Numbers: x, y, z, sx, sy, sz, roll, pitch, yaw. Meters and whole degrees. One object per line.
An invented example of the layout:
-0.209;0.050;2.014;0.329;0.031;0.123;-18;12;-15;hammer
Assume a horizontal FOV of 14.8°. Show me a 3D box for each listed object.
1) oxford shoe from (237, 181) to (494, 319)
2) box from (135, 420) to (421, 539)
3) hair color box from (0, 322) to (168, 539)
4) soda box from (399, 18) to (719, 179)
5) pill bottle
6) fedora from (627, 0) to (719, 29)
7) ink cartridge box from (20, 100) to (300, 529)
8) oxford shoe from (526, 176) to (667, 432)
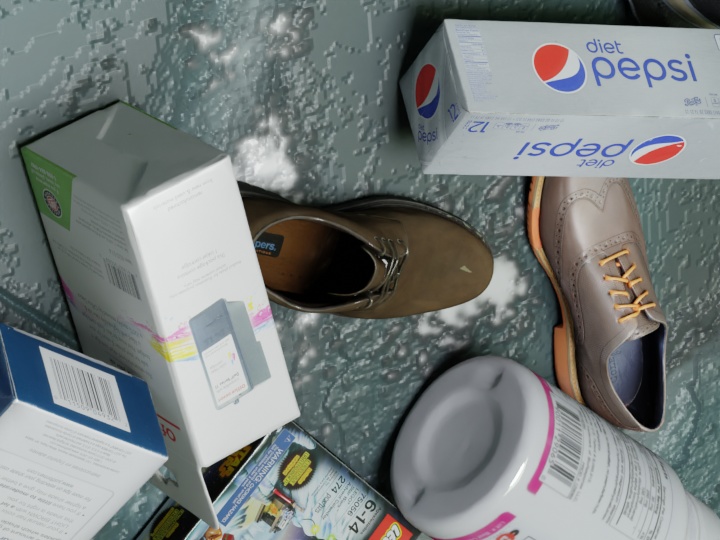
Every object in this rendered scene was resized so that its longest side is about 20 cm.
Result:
0.000;0.000;1.527;0.200;0.084;0.073;3;105;-35;oxford shoe
-0.073;0.187;1.584;0.200;0.040;0.137;-52;128;-4;box
-0.200;0.124;1.418;0.100;0.061;0.200;25;120;-36;hair color box
0.128;-0.095;1.552;0.200;0.063;0.068;-1;151;-25;soda box
0.122;0.141;1.641;0.200;0.113;0.113;34;89;-37;pill bottle
0.249;-0.190;1.599;0.200;0.092;0.201;-12;116;-27;fedora
-0.099;0.024;1.452;0.067;0.117;0.200;-28;122;-24;ink cartridge box
0.150;0.003;1.628;0.071;0.073;0.200;-25;120;-21;oxford shoe
